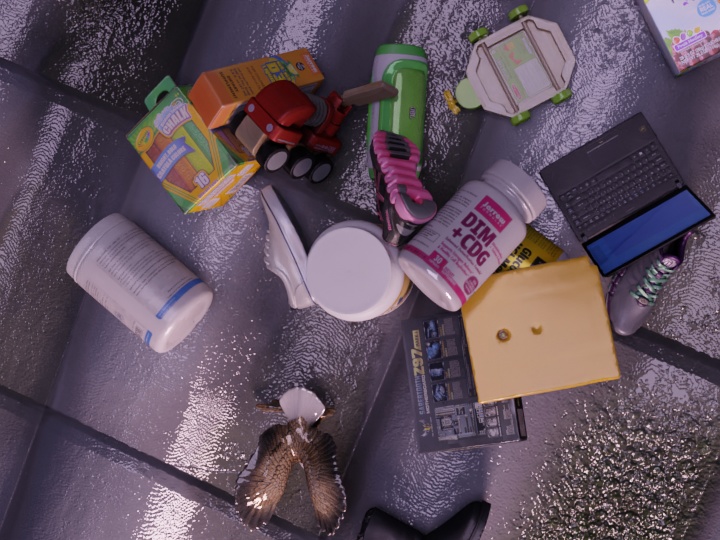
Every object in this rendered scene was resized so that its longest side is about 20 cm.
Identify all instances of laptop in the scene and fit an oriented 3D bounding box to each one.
[{"bbox_3d":[0.380,-0.112,1.568,0.177,0.103,0.201,-30,79,8],"label":"laptop"}]

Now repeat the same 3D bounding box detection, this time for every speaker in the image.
[{"bbox_3d":[0.056,-0.237,1.644,0.088,0.088,0.201,4,91,10],"label":"speaker"}]

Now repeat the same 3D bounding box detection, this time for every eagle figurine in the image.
[{"bbox_3d":[-0.094,0.289,1.645,0.151,0.201,0.152,33,137,-29],"label":"eagle figurine"}]

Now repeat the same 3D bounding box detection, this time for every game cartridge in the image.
[{"bbox_3d":[0.247,0.082,1.516,0.199,0.032,0.177,-11,80,7],"label":"game cartridge"}]

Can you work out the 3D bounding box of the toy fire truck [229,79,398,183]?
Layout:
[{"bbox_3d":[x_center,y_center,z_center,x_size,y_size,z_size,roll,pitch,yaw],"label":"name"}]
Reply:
[{"bbox_3d":[-0.062,-0.231,1.596,0.129,0.176,0.200,48,110,27],"label":"toy fire truck"}]

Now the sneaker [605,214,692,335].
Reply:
[{"bbox_3d":[0.419,0.003,1.574,0.074,0.088,0.201,21,94,-8],"label":"sneaker"}]

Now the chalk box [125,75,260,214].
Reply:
[{"bbox_3d":[-0.262,-0.206,1.669,0.124,0.124,0.200,-41,85,22],"label":"chalk box"}]

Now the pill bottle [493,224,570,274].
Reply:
[{"bbox_3d":[0.235,-0.007,1.599,0.200,0.112,0.113,37,96,8],"label":"pill bottle"}]

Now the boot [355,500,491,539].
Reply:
[{"bbox_3d":[0.085,0.404,1.647,0.168,0.076,0.201,29,101,5],"label":"boot"}]

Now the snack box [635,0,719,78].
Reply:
[{"bbox_3d":[0.512,-0.401,1.571,0.199,0.068,0.169,-25,86,8],"label":"snack box"}]

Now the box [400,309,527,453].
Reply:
[{"bbox_3d":[0.149,0.158,1.578,0.157,0.051,0.201,-12,79,21],"label":"box"}]

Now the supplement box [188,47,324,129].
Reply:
[{"bbox_3d":[-0.153,-0.276,1.628,0.067,0.200,0.069,58,140,10],"label":"supplement box"}]

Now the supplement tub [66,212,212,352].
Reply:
[{"bbox_3d":[-0.343,0.020,1.694,0.200,0.132,0.132,41,97,7],"label":"supplement tub"}]

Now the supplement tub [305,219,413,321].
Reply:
[{"bbox_3d":[0.000,0.000,1.597,0.144,0.200,0.145,0,91,10],"label":"supplement tub"}]

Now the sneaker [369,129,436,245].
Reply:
[{"bbox_3d":[0.044,-0.116,1.538,0.079,0.200,0.096,11,132,-21],"label":"sneaker"}]

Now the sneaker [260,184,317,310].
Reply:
[{"bbox_3d":[-0.120,-0.033,1.683,0.071,0.073,0.201,-24,87,6],"label":"sneaker"}]

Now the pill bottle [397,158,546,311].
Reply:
[{"bbox_3d":[0.156,-0.051,1.493,0.113,0.113,0.200,42,81,7],"label":"pill bottle"}]

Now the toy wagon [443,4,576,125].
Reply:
[{"bbox_3d":[0.220,-0.298,1.638,0.199,0.040,0.156,-27,86,10],"label":"toy wagon"}]
